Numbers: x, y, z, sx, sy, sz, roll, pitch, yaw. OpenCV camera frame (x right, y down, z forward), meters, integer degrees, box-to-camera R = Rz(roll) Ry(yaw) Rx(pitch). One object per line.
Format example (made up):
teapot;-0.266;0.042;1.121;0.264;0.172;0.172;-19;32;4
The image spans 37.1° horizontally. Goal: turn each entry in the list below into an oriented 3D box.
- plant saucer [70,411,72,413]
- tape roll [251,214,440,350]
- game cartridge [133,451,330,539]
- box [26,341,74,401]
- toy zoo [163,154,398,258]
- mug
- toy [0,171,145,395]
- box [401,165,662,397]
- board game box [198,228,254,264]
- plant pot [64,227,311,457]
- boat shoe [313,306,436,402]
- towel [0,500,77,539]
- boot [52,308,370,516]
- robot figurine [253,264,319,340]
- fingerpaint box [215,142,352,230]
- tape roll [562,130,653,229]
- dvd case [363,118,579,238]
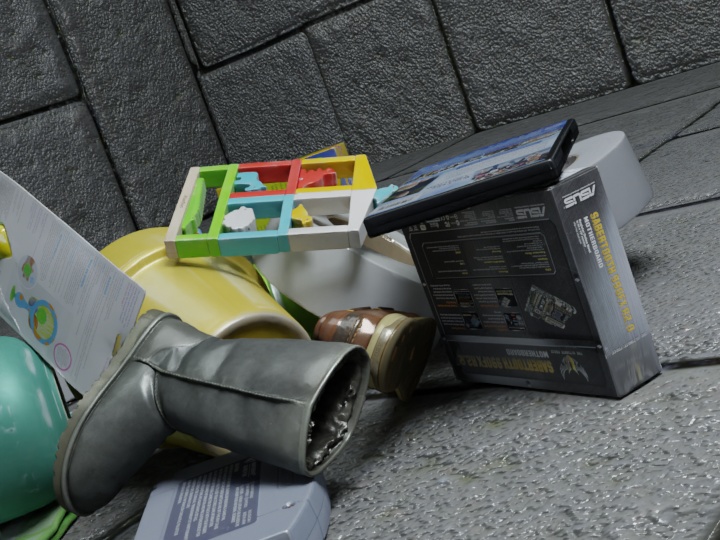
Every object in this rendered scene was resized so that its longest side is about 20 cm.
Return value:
plant saucer;-0.317;0.191;1.079;0.201;0.039;0.201;-19;9;3
tape roll;0.000;0.000;1.036;0.071;0.202;0.202;-63;2;12
game cartridge;-0.087;0.169;0.738;0.133;0.041;0.200;-24;10;1
box;-0.386;0.100;1.520;0.152;0.107;0.200;-23;10;-16
toy zoo;-0.065;-0.059;0.959;0.199;0.021;0.131;-4;35;5
mug;-0.310;0.127;0.920;0.114;0.152;0.185;-19;27;-14
toy;-0.246;0.012;0.895;0.200;0.115;0.047;34;24;25
box;0.122;0.010;0.823;0.048;0.159;0.200;-27;11;-28
board game box;-0.204;0.029;1.295;0.200;0.026;0.200;-42;-31;23
plant pot;-0.141;0.077;0.951;0.200;0.201;0.189;-25;27;-28
boat shoe;0.015;0.059;0.852;0.067;0.072;0.200;20;-4;15
towel;-0.341;0.238;0.889;0.200;0.031;0.149;-19;10;8
boot;-0.107;0.115;0.764;0.200;0.073;0.182;15;73;30
robot figurine;-0.119;0.055;1.193;0.200;0.116;0.176;-20;-22;3
fingerpaint box;-0.069;-0.042;1.379;0.166;0.200;0.073;-19;9;13
tape roll;0.178;-0.059;1.038;0.200;0.066;0.200;-30;8;5
dvd case;0.092;-0.075;0.828;0.142;0.018;0.200;-17;10;19
